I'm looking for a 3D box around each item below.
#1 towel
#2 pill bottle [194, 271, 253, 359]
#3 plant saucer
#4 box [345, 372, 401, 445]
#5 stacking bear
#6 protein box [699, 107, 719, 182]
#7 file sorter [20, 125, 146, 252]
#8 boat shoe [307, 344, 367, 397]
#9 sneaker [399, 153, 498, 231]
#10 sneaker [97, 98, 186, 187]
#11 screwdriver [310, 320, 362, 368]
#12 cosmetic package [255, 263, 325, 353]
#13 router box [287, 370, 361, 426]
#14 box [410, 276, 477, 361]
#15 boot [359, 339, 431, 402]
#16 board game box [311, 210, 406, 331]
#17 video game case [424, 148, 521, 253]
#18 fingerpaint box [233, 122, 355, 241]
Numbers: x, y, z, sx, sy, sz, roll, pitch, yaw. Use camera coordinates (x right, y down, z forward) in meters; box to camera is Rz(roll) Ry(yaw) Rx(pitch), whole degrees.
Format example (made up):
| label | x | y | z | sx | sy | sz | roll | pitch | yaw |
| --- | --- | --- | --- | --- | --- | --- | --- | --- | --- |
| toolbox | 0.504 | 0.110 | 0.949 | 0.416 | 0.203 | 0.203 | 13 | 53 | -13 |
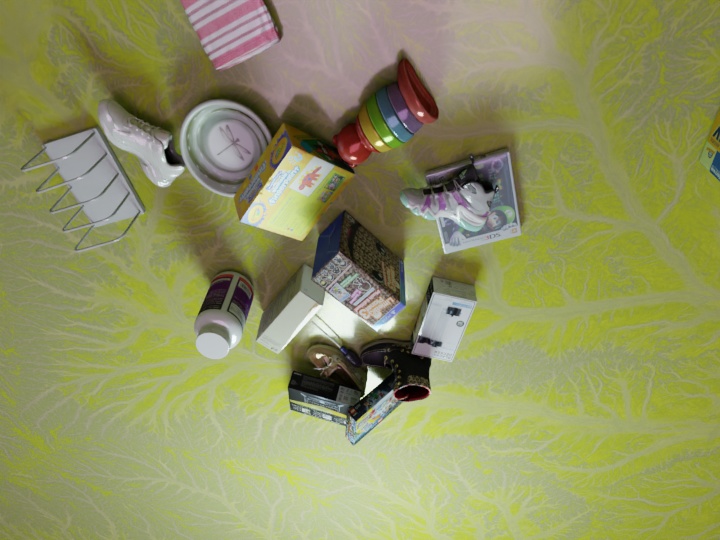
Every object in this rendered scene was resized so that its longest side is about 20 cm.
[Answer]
| label | x | y | z | sx | sy | sz | roll | pitch | yaw |
| --- | --- | --- | --- | --- | --- | --- | --- | --- | --- |
| towel | -0.241 | -0.474 | 0.922 | 0.142 | 0.030 | 0.204 | -17 | 120 | 15 |
| pill bottle | -0.318 | 0.103 | 1.224 | 0.108 | 0.203 | 0.116 | 2 | 127 | 2 |
| plant saucer | -0.263 | -0.250 | 1.065 | 0.192 | 0.051 | 0.206 | 1 | 125 | 2 |
| box | 0.044 | 0.357 | 1.391 | 0.037 | 0.197 | 0.139 | 39 | 147 | 28 |
| stacking bear | 0.037 | -0.276 | 0.999 | 0.197 | 0.116 | 0.122 | -30 | 119 | 28 |
| protein box | 0.772 | -0.256 | 0.949 | 0.192 | 0.137 | 0.204 | 1 | 127 | 2 |
| file sorter | -0.575 | -0.165 | 1.098 | 0.134 | 0.126 | 0.205 | -12 | 124 | 11 |
| boat shoe | -0.059 | 0.267 | 1.410 | 0.197 | 0.064 | 0.073 | 33 | 121 | -19 |
| sneaker | 0.184 | -0.171 | 1.058 | 0.193 | 0.079 | 0.143 | 11 | 125 | -17 |
| sneaker | -0.422 | -0.266 | 1.044 | 0.097 | 0.080 | 0.201 | -20 | 132 | 27 |
| screwdriver | -0.060 | 0.191 | 1.376 | 0.029 | 0.028 | 0.201 | -7 | 134 | 44 |
| cosmetic package | -0.167 | 0.094 | 1.271 | 0.070 | 0.107 | 0.200 | 32 | 123 | -21 |
| router box | -0.098 | 0.353 | 1.434 | 0.193 | 0.053 | 0.159 | 15 | 145 | 5 |
| box | 0.202 | 0.124 | 1.296 | 0.112 | 0.061 | 0.205 | 12 | 125 | -5 |
| boot | 0.091 | 0.254 | 1.338 | 0.192 | 0.153 | 0.075 | 0 | 127 | 3 |
| board game box | 0.000 | 0.000 | 1.159 | 0.198 | 0.162 | 0.096 | 38 | 120 | -23 |
| video game case | 0.245 | -0.142 | 1.129 | 0.175 | 0.024 | 0.204 | -13 | 123 | 12 |
| fingerpaint box | -0.135 | -0.171 | 1.063 | 0.163 | 0.075 | 0.200 | 13 | 131 | -42 |
